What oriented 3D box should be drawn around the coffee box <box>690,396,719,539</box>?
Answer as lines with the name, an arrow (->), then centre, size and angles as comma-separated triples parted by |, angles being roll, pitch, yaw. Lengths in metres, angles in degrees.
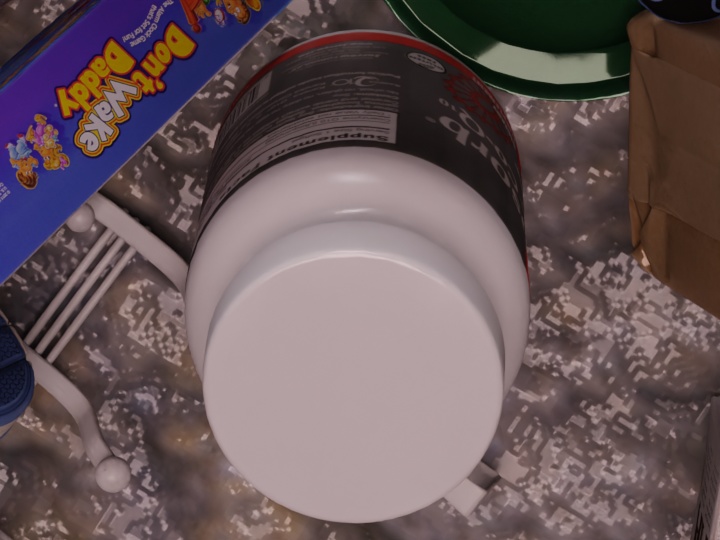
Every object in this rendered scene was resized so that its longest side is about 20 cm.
coffee box -> 0.172, 0.159, 1.090 | 0.114, 0.080, 0.200 | 9, 105, 0

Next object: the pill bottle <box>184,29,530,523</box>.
pill bottle -> 0.000, 0.000, 0.989 | 0.116, 0.200, 0.116 | 0, 113, 1

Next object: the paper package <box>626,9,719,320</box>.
paper package -> 0.212, -0.038, 0.963 | 0.200, 0.191, 0.104 | -9, 105, -12

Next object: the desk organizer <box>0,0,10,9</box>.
desk organizer -> -0.208, -0.164, 1.023 | 0.200, 0.077, 0.072 | 36, 138, -22

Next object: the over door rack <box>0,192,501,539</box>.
over door rack -> -0.067, 0.083, 1.089 | 0.200, 0.067, 0.148 | 36, 104, -7

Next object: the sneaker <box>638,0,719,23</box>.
sneaker -> 0.116, -0.131, 0.887 | 0.070, 0.078, 0.200 | 6, 144, -3

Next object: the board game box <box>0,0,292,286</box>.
board game box -> -0.121, -0.034, 0.972 | 0.045, 0.200, 0.134 | 49, 144, -10

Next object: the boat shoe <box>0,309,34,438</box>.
boat shoe -> -0.202, -0.007, 1.056 | 0.200, 0.072, 0.072 | 55, 130, 14

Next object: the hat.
hat -> 0.079, -0.138, 0.965 | 0.165, 0.176, 0.200 | 7, 105, -1
